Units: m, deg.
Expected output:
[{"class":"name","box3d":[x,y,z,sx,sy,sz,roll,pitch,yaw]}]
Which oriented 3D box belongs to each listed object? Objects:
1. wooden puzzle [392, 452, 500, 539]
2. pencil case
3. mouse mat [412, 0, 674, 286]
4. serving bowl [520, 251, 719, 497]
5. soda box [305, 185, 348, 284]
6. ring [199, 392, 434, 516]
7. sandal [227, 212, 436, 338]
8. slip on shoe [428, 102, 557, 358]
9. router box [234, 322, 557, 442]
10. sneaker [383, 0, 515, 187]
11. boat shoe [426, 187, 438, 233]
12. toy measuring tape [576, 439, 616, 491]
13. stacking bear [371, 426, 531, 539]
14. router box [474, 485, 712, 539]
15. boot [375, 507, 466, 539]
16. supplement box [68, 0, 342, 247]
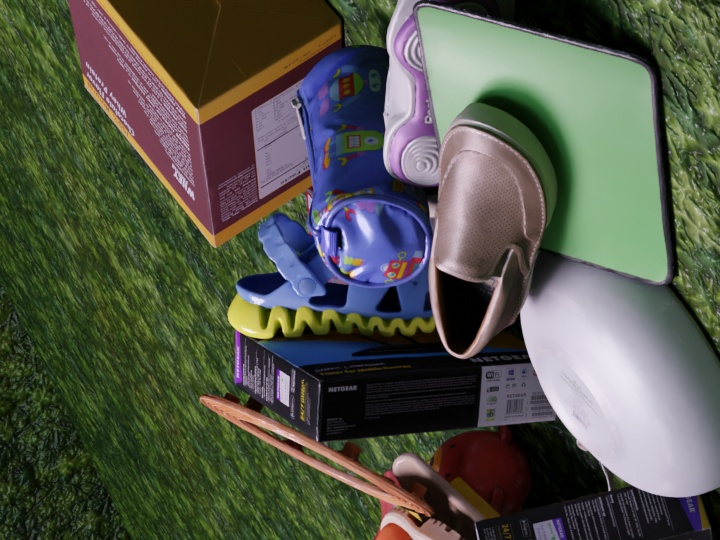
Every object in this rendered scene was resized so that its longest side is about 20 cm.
[{"class":"wooden puzzle","box3d":[0.120,0.236,1.841,0.200,0.037,0.185,33,158,53]},{"class":"pencil case","box3d":[0.000,-0.074,1.619,0.201,0.086,0.078,-98,5,-52]},{"class":"mouse mat","box3d":[0.112,-0.075,1.441,0.160,0.008,0.201,18,146,25]},{"class":"serving bowl","box3d":[0.166,0.071,1.570,0.200,0.066,0.200,51,164,21]},{"class":"soda box","box3d":[0.004,-0.010,1.887,0.063,0.070,0.200,50,162,23]},{"class":"ring","box3d":[-0.031,0.137,1.822,0.200,0.019,0.200,27,172,4]},{"class":"sandal","box3d":[0.000,0.000,1.736,0.080,0.199,0.088,-92,-1,-72]},{"class":"slip on shoe","box3d":[0.074,-0.021,1.485,0.076,0.061,0.200,26,148,14]},{"class":"router box","box3d":[0.025,0.076,1.755,0.149,0.199,0.051,27,116,59]},{"class":"sneaker","box3d":[0.046,-0.148,1.495,0.201,0.074,0.100,106,167,-48]},{"class":"boat shoe","box3d":[0.063,-0.046,1.648,0.200,0.071,0.063,-151,44,-68]},{"class":"toy measuring tape","box3d":[0.167,0.189,1.763,0.074,0.073,0.201,38,157,49]},{"class":"stacking bear","box3d":[0.082,0.194,1.974,0.113,0.122,0.200,21,151,-5]},{"class":"router box","box3d":[0.172,0.236,1.683,0.201,0.156,0.052,77,-179,-47]},{"class":"boot","box3d":[0.032,0.246,1.839,0.075,0.107,0.200,39,172,-6]},{"class":"supplement box","box3d":[-0.120,-0.167,1.850,0.197,0.132,0.200,50,162,25]}]
